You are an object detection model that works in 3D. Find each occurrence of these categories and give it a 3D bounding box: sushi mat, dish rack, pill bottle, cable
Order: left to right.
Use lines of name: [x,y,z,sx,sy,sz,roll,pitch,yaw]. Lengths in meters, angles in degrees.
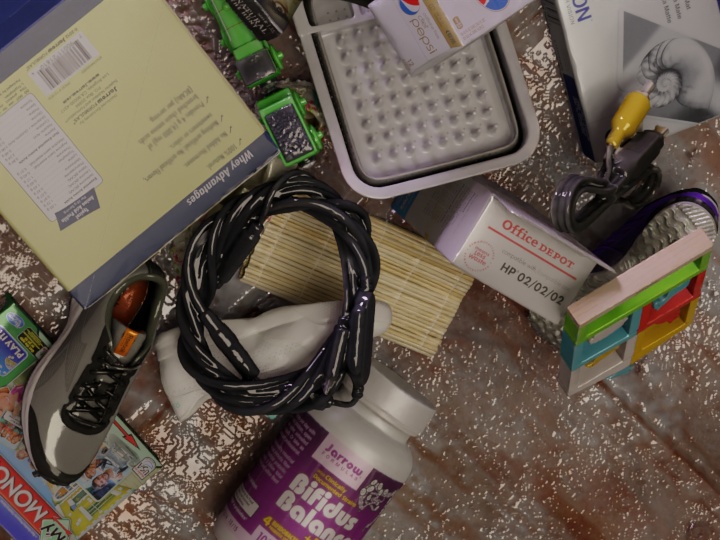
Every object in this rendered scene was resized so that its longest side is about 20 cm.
cable: [-0.067,0.017,1.670,0.162,0.051,0.201,4,101,4]
pill bottle: [-0.026,0.174,1.770,0.112,0.112,0.200,34,95,-25]
sushi mat: [0.000,0.000,1.775,0.199,0.012,0.096,22,100,-23]
dish rack: [0.041,-0.161,1.681,0.171,0.044,0.201,-15,79,-14]
cable: [0.198,-0.073,1.703,0.200,0.050,0.097,-40,140,-42]

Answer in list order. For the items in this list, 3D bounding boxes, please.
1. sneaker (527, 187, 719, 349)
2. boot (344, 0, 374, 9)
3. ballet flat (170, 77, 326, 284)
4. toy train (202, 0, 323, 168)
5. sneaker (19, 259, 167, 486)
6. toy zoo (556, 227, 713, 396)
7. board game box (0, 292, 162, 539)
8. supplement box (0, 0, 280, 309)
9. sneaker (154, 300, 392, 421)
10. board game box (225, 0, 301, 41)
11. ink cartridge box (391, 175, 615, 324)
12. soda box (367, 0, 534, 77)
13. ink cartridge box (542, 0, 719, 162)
sneaker: [0.237,-0.005,1.817,0.200,0.100,0.070,-36,100,28]
boot: [0.016,-0.299,1.617,0.138,0.077,0.201,20,96,-42]
ballet flat: [-0.092,-0.066,1.695,0.075,0.064,0.200,26,98,-25]
toy train: [-0.085,-0.171,1.631,0.042,0.056,0.201,-26,91,5]
sneaker: [-0.213,0.077,1.668,0.074,0.079,0.201,23,84,-32]
toy zoo: [0.226,0.043,1.731,0.131,0.020,0.200,-30,159,-9]
board game box: [-0.277,0.135,1.720,0.134,0.029,0.200,-41,115,-3]
supplement box: [-0.209,-0.120,1.599,0.200,0.134,0.200,-39,115,-2]
sneaker: [-0.067,0.077,1.727,0.199,0.075,0.089,-12,83,1]
board game box: [-0.104,-0.291,1.593,0.200,0.028,0.136,48,48,-25]
ink cartridge box: [0.115,-0.025,1.701,0.115,0.200,0.068,29,97,-24]
soda box: [0.096,-0.225,1.627,0.200,0.064,0.068,-37,97,-45]
ink cartridge box: [0.261,-0.217,1.774,0.199,0.041,0.200,-23,113,-10]
